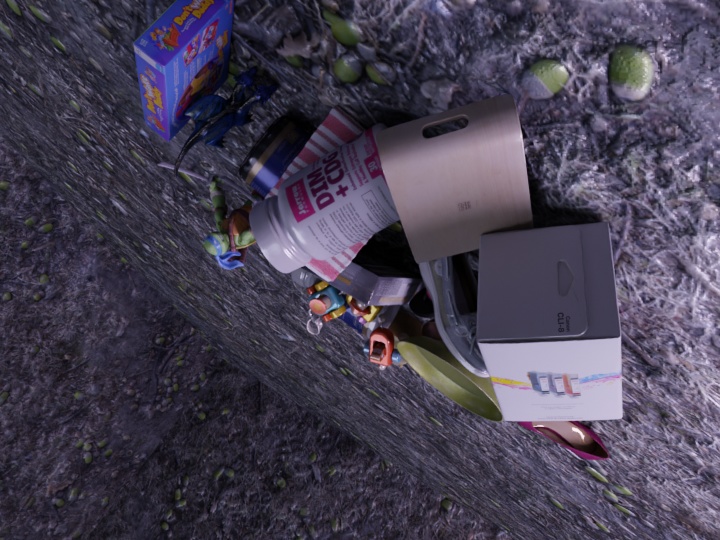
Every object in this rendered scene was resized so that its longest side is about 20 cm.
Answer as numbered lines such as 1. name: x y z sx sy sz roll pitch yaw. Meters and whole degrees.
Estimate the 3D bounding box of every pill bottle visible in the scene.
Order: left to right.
1. pill bottle: -0.069 -0.119 0.937 0.199 0.112 0.112 40 160 -9
2. pill bottle: -0.031 -0.083 0.795 0.114 0.198 0.114 54 -163 -25
3. pill bottle: -0.027 0.034 1.199 0.198 0.111 0.111 31 160 17

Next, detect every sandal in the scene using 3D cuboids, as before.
1. sandal: 0.139 0.026 0.968 0.045 0.076 0.199 41 152 -21

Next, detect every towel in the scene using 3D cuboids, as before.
1. towel: -0.036 -0.098 0.867 0.146 0.200 0.030 39 -161 -6

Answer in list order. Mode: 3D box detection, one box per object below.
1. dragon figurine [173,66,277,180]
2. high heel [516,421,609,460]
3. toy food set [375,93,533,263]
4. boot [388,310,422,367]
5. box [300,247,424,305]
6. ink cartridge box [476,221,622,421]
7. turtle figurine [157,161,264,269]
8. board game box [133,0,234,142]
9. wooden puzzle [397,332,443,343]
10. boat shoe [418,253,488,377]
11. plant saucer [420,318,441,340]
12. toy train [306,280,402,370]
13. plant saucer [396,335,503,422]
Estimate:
1. dragon figurine: -0.204 -0.210 0.901 0.059 0.199 0.099 55 -179 -4
2. high heel: 0.354 0.275 1.149 0.198 0.068 0.096 28 174 -20
3. toy food set: 0.109 -0.093 0.709 0.141 0.061 0.201 -13 140 12
4. boot: 0.121 0.174 1.313 0.199 0.073 0.156 38 160 4
5. box: 0.000 0.000 1.034 0.157 0.049 0.199 29 -169 24
6. ink cartridge box: 0.219 0.065 0.738 0.142 0.147 0.201 -4 143 19
7. turtle figurine: -0.176 -0.121 1.025 0.143 0.193 0.202 -11 107 46
8. board game box: -0.226 -0.269 0.837 0.045 0.135 0.200 37 160 -3
9. wooden puzzle: 0.172 0.169 1.086 0.185 0.037 0.199 44 164 -21
10. boat shoe: 0.141 0.044 0.874 0.074 0.204 0.065 5 147 -39
11. plant saucer: 0.192 0.136 1.070 0.199 0.035 0.201 31 160 13
12. toy train: -0.022 0.095 1.118 0.198 0.056 0.152 17 117 24
13. plant saucer: 0.144 0.162 1.001 0.199 0.031 0.200 35 165 11
